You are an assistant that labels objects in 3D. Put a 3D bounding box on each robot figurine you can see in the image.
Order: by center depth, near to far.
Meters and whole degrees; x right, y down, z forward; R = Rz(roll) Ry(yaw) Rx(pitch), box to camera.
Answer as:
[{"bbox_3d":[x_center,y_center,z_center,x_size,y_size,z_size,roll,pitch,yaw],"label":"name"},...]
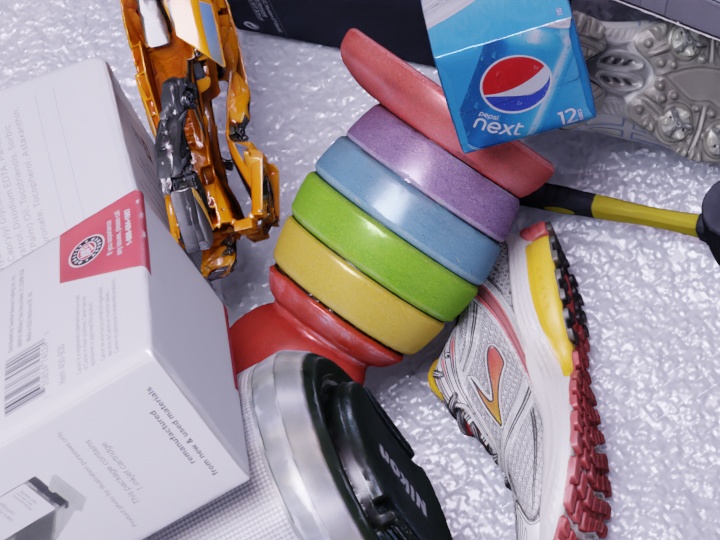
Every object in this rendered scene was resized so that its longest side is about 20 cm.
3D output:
[{"bbox_3d":[-0.084,-0.096,1.132,0.058,0.145,0.201,-12,86,4],"label":"robot figurine"}]

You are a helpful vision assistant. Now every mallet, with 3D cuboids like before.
[{"bbox_3d":[0.131,-0.038,1.163,0.199,0.066,0.041,15,68,20],"label":"mallet"}]

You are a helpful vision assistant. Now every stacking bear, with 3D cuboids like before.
[{"bbox_3d":[0.000,0.000,1.111,0.200,0.121,0.114,-56,43,5],"label":"stacking bear"}]

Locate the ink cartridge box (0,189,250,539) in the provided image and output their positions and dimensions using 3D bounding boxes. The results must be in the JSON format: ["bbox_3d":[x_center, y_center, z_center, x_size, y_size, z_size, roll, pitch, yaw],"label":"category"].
[{"bbox_3d":[-0.158,0.074,0.972,0.199,0.083,0.147,-30,30,10],"label":"ink cartridge box"}]

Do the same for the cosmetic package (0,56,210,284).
[{"bbox_3d":[-0.187,0.023,1.150,0.199,0.168,0.167,-19,62,3],"label":"cosmetic package"}]

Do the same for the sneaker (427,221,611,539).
[{"bbox_3d":[0.081,0.074,1.124,0.082,0.078,0.201,-15,54,13],"label":"sneaker"}]

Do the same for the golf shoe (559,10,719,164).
[{"bbox_3d":[0.139,-0.104,1.171,0.199,0.097,0.079,9,93,-23],"label":"golf shoe"}]

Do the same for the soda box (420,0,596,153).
[{"bbox_3d":[0.060,-0.151,1.065,0.067,0.064,0.201,-16,43,6],"label":"soda box"}]

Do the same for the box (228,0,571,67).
[{"bbox_3d":[0.034,-0.230,1.244,0.197,0.123,0.201,13,70,20],"label":"box"}]

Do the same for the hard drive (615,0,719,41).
[{"bbox_3d":[0.202,-0.187,1.178,0.139,0.038,0.200,24,38,22],"label":"hard drive"}]

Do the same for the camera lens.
[{"bbox_3d":[-0.065,0.143,1.025,0.199,0.160,0.161,-29,61,10],"label":"camera lens"}]
